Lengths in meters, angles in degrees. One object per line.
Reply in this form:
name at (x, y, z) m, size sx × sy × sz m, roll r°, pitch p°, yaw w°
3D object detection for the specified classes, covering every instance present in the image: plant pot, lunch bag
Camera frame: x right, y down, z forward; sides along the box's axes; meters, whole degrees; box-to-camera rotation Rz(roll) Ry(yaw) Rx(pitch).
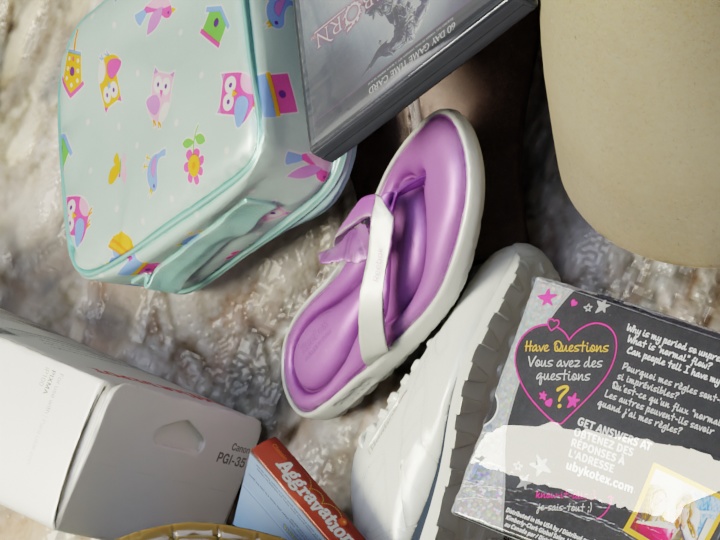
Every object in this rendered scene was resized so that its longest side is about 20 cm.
plant pot at (0.155, -0.136, 1.301) m, size 0.187 × 0.200 × 0.188 m, roll -11°, pitch 47°, yaw 12°
lunch bag at (-0.082, -0.078, 1.516) m, size 0.200 × 0.077 × 0.161 m, roll -32°, pitch 61°, yaw 49°

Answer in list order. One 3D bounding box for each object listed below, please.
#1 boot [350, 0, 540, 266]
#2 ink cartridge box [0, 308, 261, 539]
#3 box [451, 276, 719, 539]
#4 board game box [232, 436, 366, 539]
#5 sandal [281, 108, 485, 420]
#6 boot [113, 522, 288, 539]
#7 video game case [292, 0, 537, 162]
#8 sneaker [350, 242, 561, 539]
boot at (0.071, -0.091, 1.471) m, size 0.200 × 0.072 × 0.167 m, roll -17°, pitch 80°, yaw 31°
ink cartridge box at (-0.175, 0.074, 1.527) m, size 0.200 × 0.146 × 0.083 m, roll 21°, pitch 90°, yaw 34°
box at (0.153, 0.087, 1.285) m, size 0.132 × 0.200 × 0.115 m, roll 19°, pitch 87°, yaw 33°
board game box at (0.004, 0.183, 1.420) m, size 0.200 × 0.019 × 0.103 m, roll 48°, pitch 144°, yaw 26°
sandal at (0.003, 0.005, 1.443) m, size 0.203 × 0.050 × 0.083 m, roll -60°, pitch 44°, yaw 38°
boot at (-0.092, 0.170, 1.453) m, size 0.199 × 0.155 × 0.072 m, roll -4°, pitch 79°, yaw 11°
video game case at (0.018, -0.168, 1.399) m, size 0.143 × 0.019 × 0.200 m, roll -36°, pitch 45°, yaw 35°
sneaker at (0.039, 0.078, 1.441) m, size 0.080 × 0.076 × 0.201 m, roll 18°, pitch 87°, yaw 44°
